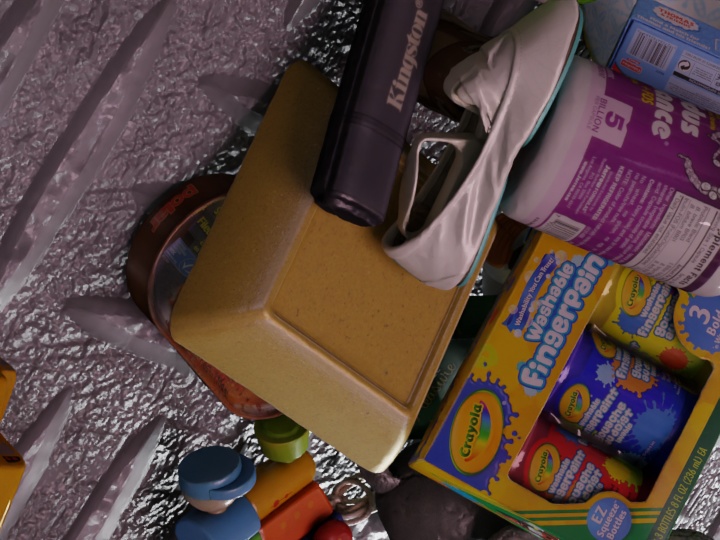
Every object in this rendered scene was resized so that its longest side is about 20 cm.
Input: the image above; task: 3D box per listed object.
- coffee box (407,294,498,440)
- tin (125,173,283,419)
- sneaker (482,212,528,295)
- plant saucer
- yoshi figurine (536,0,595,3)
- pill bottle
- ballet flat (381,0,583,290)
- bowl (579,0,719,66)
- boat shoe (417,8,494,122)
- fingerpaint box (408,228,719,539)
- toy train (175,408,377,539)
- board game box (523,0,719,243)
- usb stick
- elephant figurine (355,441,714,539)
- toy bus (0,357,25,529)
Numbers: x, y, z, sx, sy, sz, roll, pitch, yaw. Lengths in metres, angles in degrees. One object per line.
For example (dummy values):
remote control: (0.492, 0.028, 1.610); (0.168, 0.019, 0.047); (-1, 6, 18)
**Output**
coffee box: (0.099, 0.066, 1.679); (0.200, 0.044, 0.123); (-2, 144, -30)
tin: (-0.076, 0.017, 1.546); (0.112, 0.042, 0.200); (-41, 137, -6)
sneaker: (0.168, -0.011, 1.725); (0.200, 0.076, 0.092); (-16, 137, -22)
plant saucer: (0.000, 0.000, 1.509); (0.200, 0.048, 0.200); (37, 69, -35)
yoshi figurine: (0.123, -0.216, 1.474); (0.200, 0.112, 0.113); (11, 94, -62)
pill bottle: (0.196, -0.050, 1.503); (0.200, 0.112, 0.112); (22, 106, -10)
ballet flat: (0.070, -0.083, 1.463); (0.069, 0.069, 0.200); (11, 108, -45)
bowl: (0.250, -0.189, 1.618); (0.108, 0.200, 0.200); (-64, 177, -73)
boat shoe: (0.095, -0.115, 1.575); (0.200, 0.074, 0.076); (11, 111, -45)
fingerpaint box: (0.152, 0.078, 1.566); (0.200, 0.167, 0.073); (-61, -177, -10)
toy train: (-0.045, 0.140, 1.626); (0.200, 0.085, 0.116); (-34, 133, -36)
board game box: (0.213, -0.068, 1.587); (0.037, 0.151, 0.200); (-64, 178, -51)
usb stick: (0.016, -0.124, 1.469); (0.055, 0.033, 0.200); (26, 72, -35)
elephant figurine: (0.124, 0.162, 1.661); (0.155, 0.200, 0.142); (-13, 91, -65)
toy bus: (-0.260, 0.148, 1.443); (0.065, 0.078, 0.200); (7, 113, -44)
